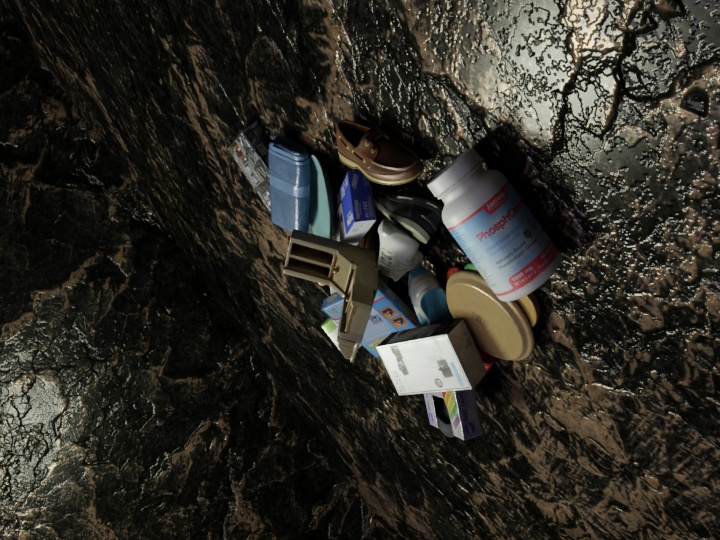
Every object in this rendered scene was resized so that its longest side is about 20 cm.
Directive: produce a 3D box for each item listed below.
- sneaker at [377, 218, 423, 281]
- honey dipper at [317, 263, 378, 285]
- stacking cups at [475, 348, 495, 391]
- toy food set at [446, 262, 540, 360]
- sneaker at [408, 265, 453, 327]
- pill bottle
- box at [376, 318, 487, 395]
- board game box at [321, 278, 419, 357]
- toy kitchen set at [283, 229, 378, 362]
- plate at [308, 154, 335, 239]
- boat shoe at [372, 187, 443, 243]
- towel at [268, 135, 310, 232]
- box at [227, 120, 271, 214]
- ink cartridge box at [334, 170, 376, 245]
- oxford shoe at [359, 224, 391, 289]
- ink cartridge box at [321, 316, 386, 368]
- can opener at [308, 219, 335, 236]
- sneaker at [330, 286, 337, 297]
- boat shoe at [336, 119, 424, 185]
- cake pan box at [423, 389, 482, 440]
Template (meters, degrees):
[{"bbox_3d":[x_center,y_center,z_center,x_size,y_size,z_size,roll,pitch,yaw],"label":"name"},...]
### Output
[{"bbox_3d":[0.065,-0.029,1.035,0.070,0.081,0.200,38,177,23],"label":"sneaker"},{"bbox_3d":[0.000,0.000,1.175,0.194,0.038,0.039,-12,127,16],"label":"honey dipper"},{"bbox_3d":[0.231,0.216,1.195,0.060,0.060,0.202,41,155,19],"label":"stacking cups"},{"bbox_3d":[0.227,0.073,1.006,0.196,0.048,0.203,31,150,39],"label":"toy food set"},{"bbox_3d":[0.142,0.071,1.145,0.202,0.075,0.082,73,172,-51],"label":"sneaker"},{"bbox_3d":[0.184,-0.066,0.802,0.201,0.108,0.108,52,157,-5],"label":"pill bottle"},{"bbox_3d":[0.133,0.172,1.100,0.198,0.060,0.119,-17,102,48],"label":"box"},{"bbox_3d":[0.033,0.106,1.262,0.149,0.037,0.200,-26,125,30],"label":"board game box"},{"bbox_3d":[-0.071,0.059,1.074,0.175,0.201,0.167,14,118,-5],"label":"toy kitchen set"},{"bbox_3d":[-0.082,-0.143,1.208,0.200,0.025,0.206,170,91,-73],"label":"plate"},{"bbox_3d":[0.079,-0.110,1.002,0.071,0.068,0.200,35,-178,-32],"label":"boat shoe"},{"bbox_3d":[-0.153,-0.185,1.255,0.110,0.048,0.204,29,131,30],"label":"towel"},{"bbox_3d":[-0.233,-0.242,1.385,0.202,0.049,0.157,56,157,-11],"label":"box"},{"bbox_3d":[-0.016,-0.113,1.100,0.200,0.043,0.097,134,129,-74],"label":"ink cartridge box"},{"bbox_3d":[0.037,-0.025,1.217,0.069,0.072,0.203,6,137,16],"label":"oxford shoe"},{"bbox_3d":[0.007,0.173,1.427,0.202,0.075,0.148,52,-160,-2],"label":"ink cartridge box"},{"bbox_3d":[-0.115,-0.118,1.348,0.198,0.052,0.068,20,141,51],"label":"can opener"},{"bbox_3d":[-0.016,0.040,1.314,0.072,0.117,0.203,-8,133,14],"label":"sneaker"},{"bbox_3d":[0.023,-0.200,0.948,0.198,0.072,0.069,32,154,42],"label":"boat shoe"},{"bbox_3d":[0.183,0.247,1.214,0.184,0.051,0.206,168,90,-76],"label":"cake pan box"}]
